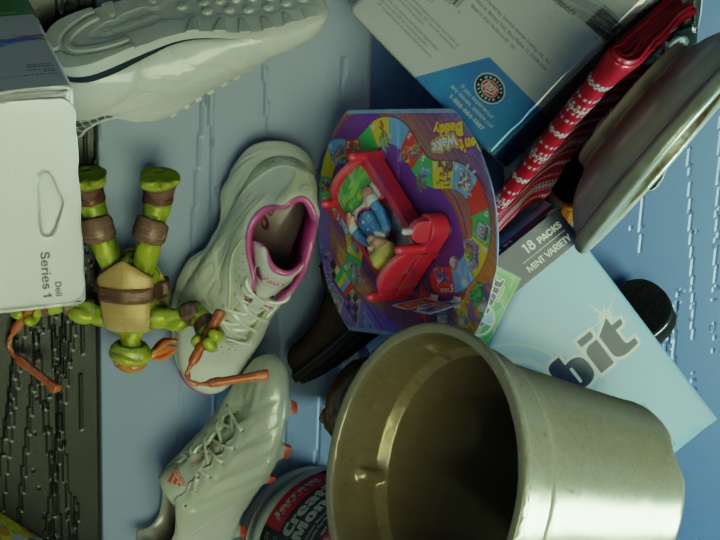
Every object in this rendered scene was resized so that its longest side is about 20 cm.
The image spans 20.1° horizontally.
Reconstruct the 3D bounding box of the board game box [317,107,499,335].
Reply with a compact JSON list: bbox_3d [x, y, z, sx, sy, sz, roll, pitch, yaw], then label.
[{"bbox_3d":[0.015,-0.031,1.388,0.039,0.200,0.159,-6,97,-37],"label":"board game box"}]

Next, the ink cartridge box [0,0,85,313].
[{"bbox_3d":[-0.235,-0.077,1.311,0.084,0.200,0.145,-7,115,-15],"label":"ink cartridge box"}]

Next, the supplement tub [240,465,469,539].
[{"bbox_3d":[0.001,0.221,1.502,0.140,0.200,0.141,-2,95,-24],"label":"supplement tub"}]

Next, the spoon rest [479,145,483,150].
[{"bbox_3d":[0.107,-0.139,1.461,0.099,0.061,0.201,31,105,8],"label":"spoon rest"}]

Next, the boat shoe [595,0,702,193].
[{"bbox_3d":[0.217,-0.155,1.491,0.073,0.068,0.200,6,111,-20],"label":"boat shoe"}]

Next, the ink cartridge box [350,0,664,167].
[{"bbox_3d":[0.117,-0.194,1.397,0.200,0.084,0.145,-45,78,6],"label":"ink cartridge box"}]

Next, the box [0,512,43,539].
[{"bbox_3d":[-0.259,0.320,1.525,0.200,0.122,0.193,39,98,-27],"label":"box"}]

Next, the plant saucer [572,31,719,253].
[{"bbox_3d":[0.201,-0.101,1.394,0.050,0.200,0.200,41,98,7],"label":"plant saucer"}]

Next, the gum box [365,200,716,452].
[{"bbox_3d":[0.131,0.081,1.471,0.170,0.045,0.200,-39,103,0],"label":"gum box"}]

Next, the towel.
[{"bbox_3d":[0.143,-0.094,1.366,0.022,0.145,0.200,41,125,6],"label":"towel"}]

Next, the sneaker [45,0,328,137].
[{"bbox_3d":[-0.118,-0.150,1.397,0.199,0.077,0.081,-14,134,-10],"label":"sneaker"}]

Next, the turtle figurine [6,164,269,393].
[{"bbox_3d":[-0.156,0.009,1.443,0.199,0.064,0.162,6,109,16],"label":"turtle figurine"}]

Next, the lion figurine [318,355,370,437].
[{"bbox_3d":[0.076,0.103,1.524,0.199,0.072,0.123,23,82,14],"label":"lion figurine"}]

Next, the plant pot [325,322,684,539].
[{"bbox_3d":[0.108,0.145,1.354,0.183,0.200,0.201,10,111,-37],"label":"plant pot"}]

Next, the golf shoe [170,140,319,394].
[{"bbox_3d":[-0.083,0.008,1.460,0.075,0.092,0.201,12,111,-23],"label":"golf shoe"}]

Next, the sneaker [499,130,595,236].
[{"bbox_3d":[0.135,-0.030,1.517,0.074,0.079,0.201,-2,115,-18],"label":"sneaker"}]

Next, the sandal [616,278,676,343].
[{"bbox_3d":[0.160,0.084,1.583,0.200,0.075,0.048,-31,145,-3],"label":"sandal"}]

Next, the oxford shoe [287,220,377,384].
[{"bbox_3d":[0.000,0.000,1.502,0.084,0.073,0.200,42,112,9],"label":"oxford shoe"}]

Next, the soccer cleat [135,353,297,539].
[{"bbox_3d":[-0.107,0.145,1.511,0.077,0.069,0.201,9,124,-24],"label":"soccer cleat"}]
